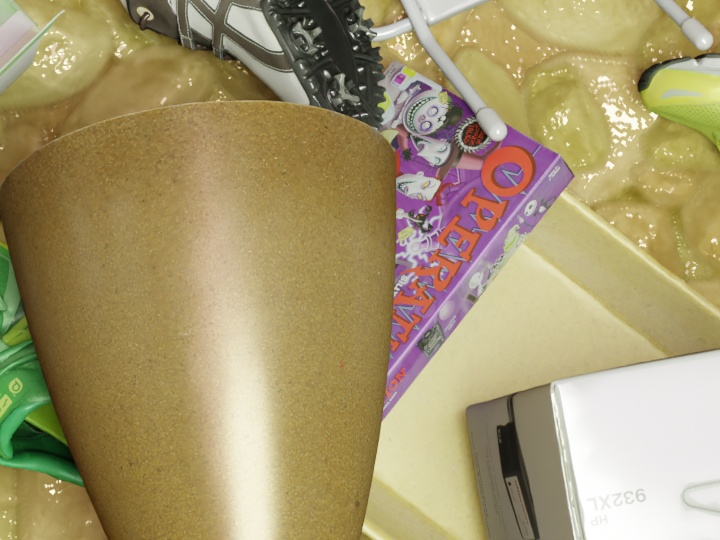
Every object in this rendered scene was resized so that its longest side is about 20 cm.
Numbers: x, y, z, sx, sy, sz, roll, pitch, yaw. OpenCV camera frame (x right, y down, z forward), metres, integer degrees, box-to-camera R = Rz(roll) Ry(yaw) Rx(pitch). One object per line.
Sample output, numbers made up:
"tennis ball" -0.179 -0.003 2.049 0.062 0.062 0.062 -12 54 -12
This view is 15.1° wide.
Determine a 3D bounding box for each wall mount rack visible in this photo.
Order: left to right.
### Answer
"wall mount rack" 0.080 -0.156 1.373 0.199 0.075 0.174 -24 80 -9

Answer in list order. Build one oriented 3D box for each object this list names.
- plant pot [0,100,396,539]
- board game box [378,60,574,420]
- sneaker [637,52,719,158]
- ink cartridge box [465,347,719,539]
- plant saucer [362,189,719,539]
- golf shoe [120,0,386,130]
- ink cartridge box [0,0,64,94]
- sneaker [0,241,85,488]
"plant pot" -0.064 0.051 1.228 0.186 0.186 0.201 -4 69 -9
"board game box" 0.000 0.000 1.341 0.120 0.032 0.200 33 79 31
"sneaker" 0.230 -0.048 1.391 0.199 0.078 0.091 22 88 -4
"ink cartridge box" 0.140 0.083 1.252 0.145 0.200 0.084 -10 86 -9
"plant saucer" 0.088 0.076 1.370 0.200 0.048 0.200 38 80 -4
"golf shoe" -0.063 -0.134 1.356 0.094 0.078 0.200 -37 79 31
"ink cartridge box" -0.210 -0.074 1.264 0.048 0.200 0.146 45 80 -4
"sneaker" -0.167 0.044 1.312 0.200 0.084 0.074 32 108 -3
